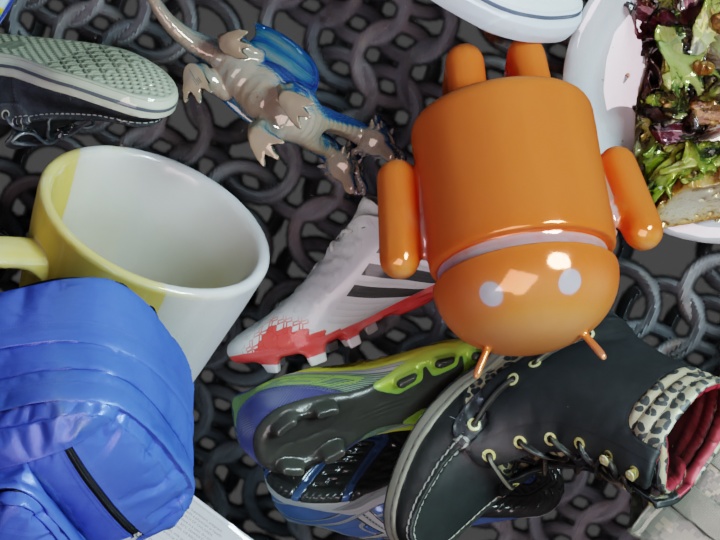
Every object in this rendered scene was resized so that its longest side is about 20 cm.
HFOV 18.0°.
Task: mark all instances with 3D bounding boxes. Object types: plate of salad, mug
[{"bbox_3d":[0.221,-0.108,1.380,0.198,0.048,0.202,3,111,9],"label":"plate of salad"},{"bbox_3d":[-0.170,0.020,1.435,0.185,0.150,0.154,20,121,-10],"label":"mug"}]

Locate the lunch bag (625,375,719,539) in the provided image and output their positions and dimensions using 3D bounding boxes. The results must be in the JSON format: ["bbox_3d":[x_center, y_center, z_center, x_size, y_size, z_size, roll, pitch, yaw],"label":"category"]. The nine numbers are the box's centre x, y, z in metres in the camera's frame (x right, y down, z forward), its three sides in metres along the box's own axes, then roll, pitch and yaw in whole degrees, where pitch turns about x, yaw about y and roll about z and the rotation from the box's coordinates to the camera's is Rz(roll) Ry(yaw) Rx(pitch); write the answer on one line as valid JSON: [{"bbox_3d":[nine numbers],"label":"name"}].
[{"bbox_3d":[0.289,0.121,1.419,0.164,0.118,0.201,36,104,-1],"label":"lunch bag"}]

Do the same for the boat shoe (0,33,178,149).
[{"bbox_3d":[-0.196,-0.108,1.414,0.199,0.074,0.063,10,110,29],"label":"boat shoe"}]

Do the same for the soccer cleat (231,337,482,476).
[{"bbox_3d":[0.011,0.074,1.453,0.199,0.084,0.065,-15,118,-21],"label":"soccer cleat"}]

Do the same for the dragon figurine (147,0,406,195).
[{"bbox_3d":[-0.063,-0.116,1.412,0.200,0.099,0.059,40,103,7],"label":"dragon figurine"}]

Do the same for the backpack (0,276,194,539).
[{"bbox_3d":[-0.192,0.106,1.302,0.198,0.169,0.163,-16,145,11],"label":"backpack"}]

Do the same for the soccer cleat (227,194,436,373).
[{"bbox_3d":[0.000,0.000,1.447,0.199,0.069,0.086,-23,93,10],"label":"soccer cleat"}]

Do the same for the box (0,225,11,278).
[{"bbox_3d":[-0.340,-0.010,1.406,0.149,0.200,0.125,45,113,15],"label":"box"}]

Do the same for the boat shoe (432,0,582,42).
[{"bbox_3d":[0.062,-0.191,1.323,0.199,0.074,0.067,15,125,-34],"label":"boat shoe"}]

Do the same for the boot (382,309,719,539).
[{"bbox_3d":[0.119,0.112,1.387,0.204,0.153,0.074,-50,134,-10],"label":"boot"}]

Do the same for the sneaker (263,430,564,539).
[{"bbox_3d":[0.035,0.137,1.498,0.198,0.076,0.077,4,150,-2],"label":"sneaker"}]

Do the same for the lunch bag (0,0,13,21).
[{"bbox_3d":[-0.298,-0.158,1.349,0.160,0.201,0.082,32,156,-7],"label":"lunch bag"}]

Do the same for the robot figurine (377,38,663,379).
[{"bbox_3d":[0.094,-0.037,1.356,0.116,0.143,0.202,-27,63,45],"label":"robot figurine"}]

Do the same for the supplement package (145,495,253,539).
[{"bbox_3d":[-0.123,0.208,1.458,0.155,0.200,0.111,37,78,-5],"label":"supplement package"}]
